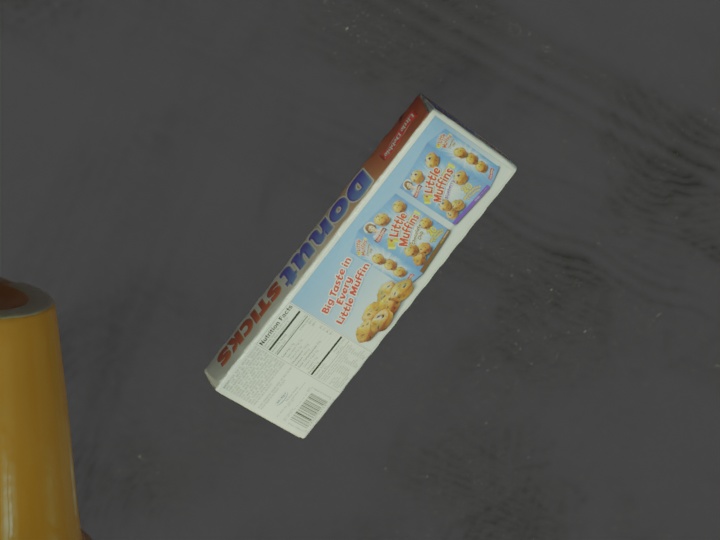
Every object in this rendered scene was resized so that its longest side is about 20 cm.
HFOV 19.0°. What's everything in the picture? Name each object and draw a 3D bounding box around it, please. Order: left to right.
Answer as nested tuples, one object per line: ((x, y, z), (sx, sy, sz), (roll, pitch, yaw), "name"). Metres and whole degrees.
((-0.223, 0.098, 1.070), (0.199, 0.200, 0.184), (1, 102, -26), "plant pot")
((0.000, 0.000, 1.207), (0.072, 0.024, 0.200), (32, 101, -34), "snack box")
